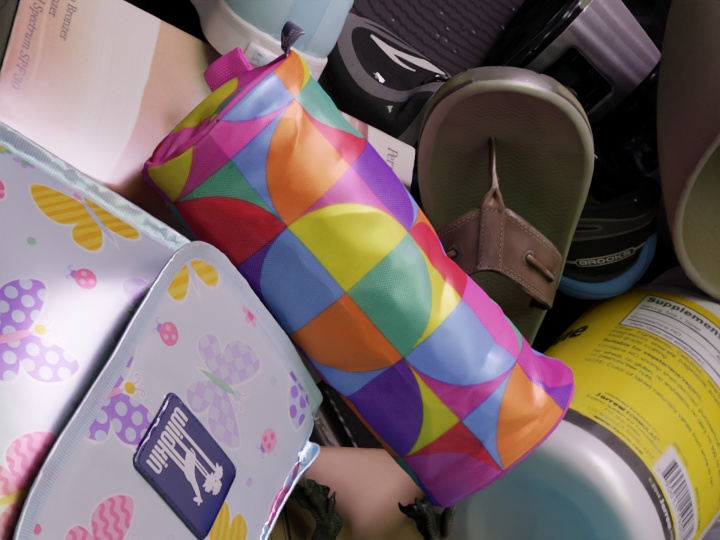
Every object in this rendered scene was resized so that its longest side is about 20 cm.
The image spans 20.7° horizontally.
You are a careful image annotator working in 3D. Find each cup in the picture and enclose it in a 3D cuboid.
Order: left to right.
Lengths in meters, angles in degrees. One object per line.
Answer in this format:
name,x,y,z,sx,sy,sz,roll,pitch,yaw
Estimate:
cup,0.218,-0.097,0.917,0.199,0.201,0.144,10,47,-32

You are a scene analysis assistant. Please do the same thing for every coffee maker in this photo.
coffee maker,0.179,-0.096,1.089,0.200,0.135,0.192,45,21,-8

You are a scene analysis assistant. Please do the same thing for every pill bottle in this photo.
pill bottle,0.127,0.076,0.927,0.113,0.112,0.200,52,42,0

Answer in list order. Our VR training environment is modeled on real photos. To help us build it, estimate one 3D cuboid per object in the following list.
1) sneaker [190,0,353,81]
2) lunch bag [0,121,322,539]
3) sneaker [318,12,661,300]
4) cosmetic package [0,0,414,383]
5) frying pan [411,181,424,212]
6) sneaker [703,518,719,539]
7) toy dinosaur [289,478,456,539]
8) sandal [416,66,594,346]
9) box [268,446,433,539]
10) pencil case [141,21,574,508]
sneaker,-0.040,-0.150,0.916,0.073,0.082,0.200,25,16,-29
lunch bag,-0.122,0.058,0.741,0.199,0.127,0.170,34,53,-3
sneaker,0.062,-0.069,0.946,0.199,0.083,0.071,36,45,16
cosmetic package,-0.083,-0.038,0.870,0.199,0.087,0.104,24,52,-24
frying pan,0.048,-0.041,1.013,0.190,0.031,0.115,43,48,-5
sneaker,0.149,0.156,0.960,0.199,0.075,0.088,-16,53,-44
toy dinosaur,0.000,0.137,0.831,0.198,0.047,0.089,15,73,-31
sandal,0.061,-0.001,0.885,0.079,0.203,0.058,2,36,-5
box,-0.039,0.152,0.839,0.198,0.021,0.165,7,61,-34
pencil case,0.000,0.000,0.800,0.201,0.088,0.088,51,47,-10
